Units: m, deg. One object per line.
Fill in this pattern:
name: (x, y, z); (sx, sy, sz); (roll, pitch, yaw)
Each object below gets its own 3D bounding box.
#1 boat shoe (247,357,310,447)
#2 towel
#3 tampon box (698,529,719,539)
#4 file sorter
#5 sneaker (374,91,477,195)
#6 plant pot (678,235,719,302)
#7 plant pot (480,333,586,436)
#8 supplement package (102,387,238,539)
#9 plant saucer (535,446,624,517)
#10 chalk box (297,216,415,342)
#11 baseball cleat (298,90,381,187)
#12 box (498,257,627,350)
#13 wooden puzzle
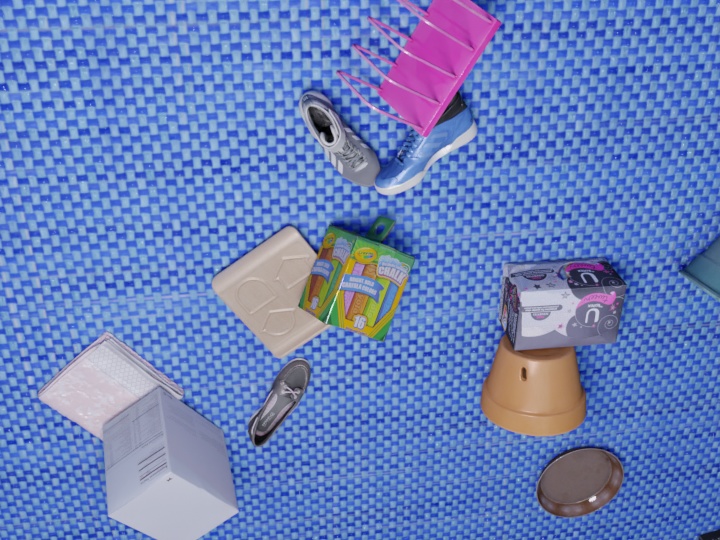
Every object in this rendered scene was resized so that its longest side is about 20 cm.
boat shoe: (-0.153, 0.259, 1.593); (0.067, 0.057, 0.200); (26, 112, -21)
towel: (-0.463, 0.233, 1.545); (0.191, 0.032, 0.200); (-40, 116, 14)
tampon box: (0.933, 0.702, 1.972); (0.199, 0.126, 0.150); (-16, 120, 0)
file sorter: (0.077, -0.332, 1.230); (0.125, 0.139, 0.200); (13, 119, -44)
sneaker: (0.090, -0.216, 1.338); (0.200, 0.077, 0.111); (-35, 131, -1)
plant pot: (0.729, -0.015, 1.513); (0.200, 0.200, 0.196); (31, 103, -23)
plant pot: (0.330, 0.200, 1.562); (0.199, 0.200, 0.141); (-3, 113, -7)
supplement package: (-0.350, 0.365, 1.516); (0.147, 0.200, 0.191); (-35, 131, 10)
plant saucer: (0.479, 0.460, 1.820); (0.199, 0.035, 0.201); (-3, 120, -6)
chalk box: (0.000, 0.000, 1.410); (0.124, 0.125, 0.201); (19, 91, -28)
baseball cleat: (-0.032, -0.196, 1.330); (0.070, 0.107, 0.200); (-38, 117, 14)
box: (0.371, 0.060, 1.532); (0.199, 0.115, 0.133); (-4, 120, -7)
wooden puzzle: (-0.136, 0.038, 1.483); (0.185, 0.046, 0.200); (-34, 114, 10)
